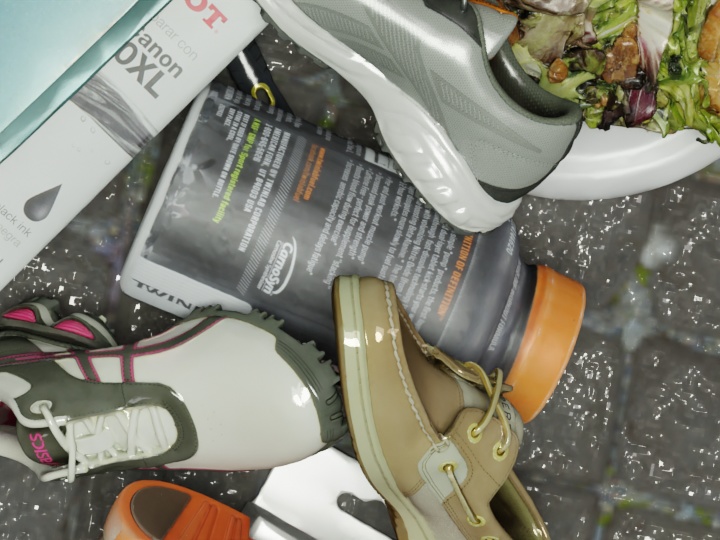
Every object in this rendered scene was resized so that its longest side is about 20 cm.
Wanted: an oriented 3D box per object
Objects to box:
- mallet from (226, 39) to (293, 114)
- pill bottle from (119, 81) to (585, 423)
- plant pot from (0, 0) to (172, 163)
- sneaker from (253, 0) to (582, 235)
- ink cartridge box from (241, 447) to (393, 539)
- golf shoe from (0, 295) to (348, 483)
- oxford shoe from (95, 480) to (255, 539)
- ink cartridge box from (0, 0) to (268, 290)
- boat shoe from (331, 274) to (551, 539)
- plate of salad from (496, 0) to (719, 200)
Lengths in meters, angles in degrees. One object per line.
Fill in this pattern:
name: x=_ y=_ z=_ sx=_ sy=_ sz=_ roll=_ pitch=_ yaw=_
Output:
mallet: x=-0.075 y=-0.163 z=0.981 sx=0.066 sy=0.041 sz=0.200 roll=-34 pitch=98 yaw=-1
pill bottle: x=0.000 y=0.000 z=0.954 sx=0.199 sy=0.106 sz=0.107 roll=24 pitch=88 yaw=-6
plant pot: x=-0.169 y=-0.151 z=0.793 sx=0.141 sy=0.141 sz=0.200 roll=-43 pitch=95 yaw=4
sneaker: x=0.016 y=-0.111 z=0.898 sx=0.079 sy=0.074 sz=0.200 roll=-38 pitch=101 yaw=27
ink cartridge box: x=-0.030 y=0.188 z=0.973 sx=0.117 sy=0.067 sz=0.201 roll=30 pitch=87 yaw=-5
golf shoe: x=-0.097 y=0.065 z=0.909 sx=0.199 sy=0.088 sz=0.078 roll=1 pitch=119 yaw=34
oxford shoe: x=-0.031 y=0.165 z=0.916 sx=0.199 sy=0.071 sz=0.073 roll=30 pitch=115 yaw=-7
ink cartridge box: x=-0.157 y=-0.102 z=0.919 sx=0.200 sy=0.083 sz=0.145 roll=-44 pitch=110 yaw=5
boat shoe: x=0.037 y=0.069 z=0.894 sx=0.066 sy=0.200 sz=0.074 roll=-12 pitch=49 yaw=9
plate of salad: x=0.109 y=-0.109 z=0.950 sx=0.199 sy=0.048 sz=0.201 roll=-1 pitch=128 yaw=-1
